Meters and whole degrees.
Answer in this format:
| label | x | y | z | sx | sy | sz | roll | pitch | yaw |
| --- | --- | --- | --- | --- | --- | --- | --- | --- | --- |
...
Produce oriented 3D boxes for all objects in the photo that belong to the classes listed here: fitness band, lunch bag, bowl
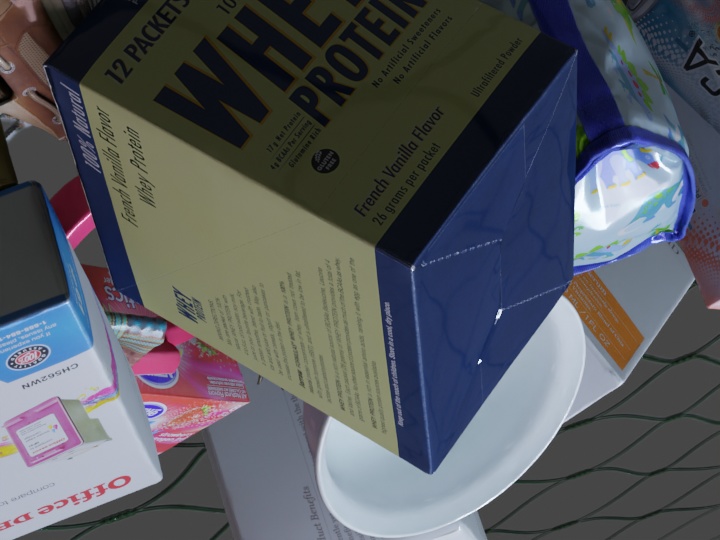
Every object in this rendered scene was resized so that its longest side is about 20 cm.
| label | x | y | z | sx | sy | sz | roll | pitch | yaw |
| --- | --- | --- | --- | --- | --- | --- | --- | --- | --- |
| fitness band | -0.129 | -0.003 | 1.321 | 0.200 | 0.037 | 0.144 | 2 | 122 | -51 |
| lunch bag | 0.100 | -0.101 | 1.155 | 0.127 | 0.171 | 0.200 | -22 | 162 | -5 |
| bowl | 0.038 | 0.066 | 1.388 | 0.200 | 0.090 | 0.202 | -21 | 133 | -24 |

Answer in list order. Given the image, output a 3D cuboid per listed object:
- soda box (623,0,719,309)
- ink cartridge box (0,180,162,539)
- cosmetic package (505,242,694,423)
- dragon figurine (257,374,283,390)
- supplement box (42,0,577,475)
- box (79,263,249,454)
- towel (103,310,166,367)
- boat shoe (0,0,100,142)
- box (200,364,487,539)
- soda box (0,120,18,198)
| label | x | y | z | sx | sy | sz | roll | pitch | yaw |
| --- | --- | --- | --- | --- | --- | --- | --- | --- | --- |
| soda box | 0.207 | -0.078 | 1.276 | 0.063 | 0.201 | 0.068 | 2 | 150 | -48 |
| ink cartridge box | -0.201 | 0.061 | 1.152 | 0.144 | 0.085 | 0.200 | -21 | 148 | -2 |
| cosmetic package | 0.157 | 0.017 | 1.517 | 0.071 | 0.102 | 0.200 | -36 | -175 | 32 |
| dragon figurine | -0.016 | 0.059 | 1.491 | 0.100 | 0.059 | 0.200 | -57 | 157 | -9 |
| supplement box | -0.016 | -0.043 | 1.029 | 0.134 | 0.199 | 0.200 | -52 | 158 | -24 |
| box | -0.178 | 0.062 | 1.438 | 0.099 | 0.096 | 0.200 | -30 | 158 | 27 |
| towel | -0.229 | 0.055 | 1.242 | 0.199 | 0.022 | 0.147 | 8 | 149 | -34 |
| boat shoe | -0.152 | -0.106 | 1.054 | 0.071 | 0.076 | 0.200 | -16 | 152 | 1 |
| box | -0.013 | 0.155 | 1.701 | 0.171 | 0.200 | 0.200 | -21 | 161 | 4 |
| soda box | -0.232 | -0.027 | 1.183 | 0.064 | 0.068 | 0.200 | -12 | 160 | -18 |
